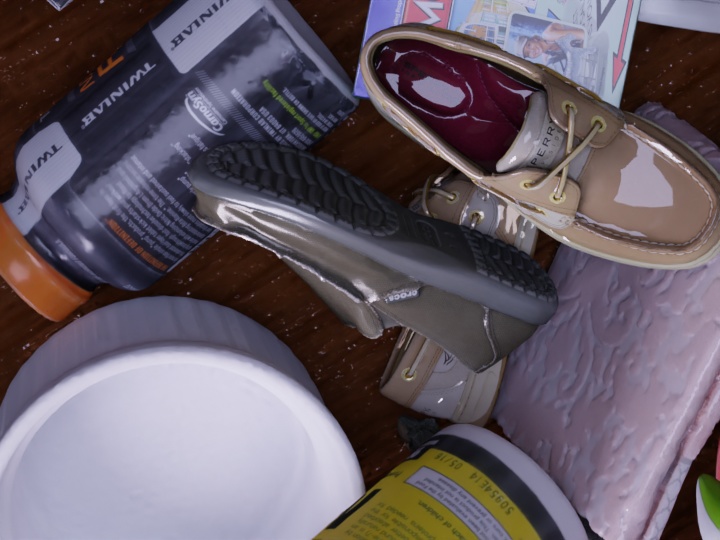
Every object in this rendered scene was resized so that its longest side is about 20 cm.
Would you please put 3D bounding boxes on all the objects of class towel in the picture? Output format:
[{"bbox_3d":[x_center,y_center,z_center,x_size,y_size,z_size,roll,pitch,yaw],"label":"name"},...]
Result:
[{"bbox_3d":[0.143,0.026,1.384,0.032,0.200,0.192,21,102,-23],"label":"towel"}]

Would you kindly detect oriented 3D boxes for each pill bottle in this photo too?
[{"bbox_3d":[-0.106,-0.062,1.419,0.200,0.106,0.106,-40,96,6],"label":"pill bottle"},{"bbox_3d":[0.010,0.176,1.344,0.200,0.114,0.114,-38,97,-26],"label":"pill bottle"}]

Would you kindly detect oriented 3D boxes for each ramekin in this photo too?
[{"bbox_3d":[-0.102,0.111,1.426,0.199,0.098,0.201,-4,114,-8],"label":"ramekin"}]

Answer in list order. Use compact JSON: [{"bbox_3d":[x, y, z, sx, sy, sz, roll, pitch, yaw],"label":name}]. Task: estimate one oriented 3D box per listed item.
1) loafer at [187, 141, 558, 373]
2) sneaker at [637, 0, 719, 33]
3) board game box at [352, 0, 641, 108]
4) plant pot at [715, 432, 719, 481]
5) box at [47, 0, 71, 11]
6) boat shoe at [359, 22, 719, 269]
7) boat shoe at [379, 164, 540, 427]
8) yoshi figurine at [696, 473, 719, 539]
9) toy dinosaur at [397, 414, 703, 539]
[{"bbox_3d":[0.000,0.000,1.369,0.199,0.075,0.070,24,113,-12],"label":"loafer"},{"bbox_3d":[0.131,-0.193,1.411,0.199,0.074,0.116,14,102,0],"label":"sneaker"},{"bbox_3d":[0.080,-0.172,1.372,0.134,0.029,0.201,11,93,2],"label":"board game box"},{"bbox_3d":[0.271,0.085,1.396,0.199,0.177,0.201,0,98,2],"label":"plant pot"},{"bbox_3d":[-0.099,-0.225,1.391,0.200,0.117,0.060,-43,98,5],"label":"box"},{"bbox_3d":[0.084,-0.059,1.310,0.199,0.066,0.074,25,94,14],"label":"boat shoe"},{"bbox_3d":[0.054,-0.017,1.438,0.069,0.074,0.201,11,99,-6],"label":"boat shoe"},{"bbox_3d":[0.234,0.112,1.265,0.112,0.112,0.200,30,96,-19],"label":"yoshi figurine"},{"bbox_3d":[0.103,0.141,1.461,0.199,0.048,0.088,19,134,14],"label":"toy dinosaur"}]
